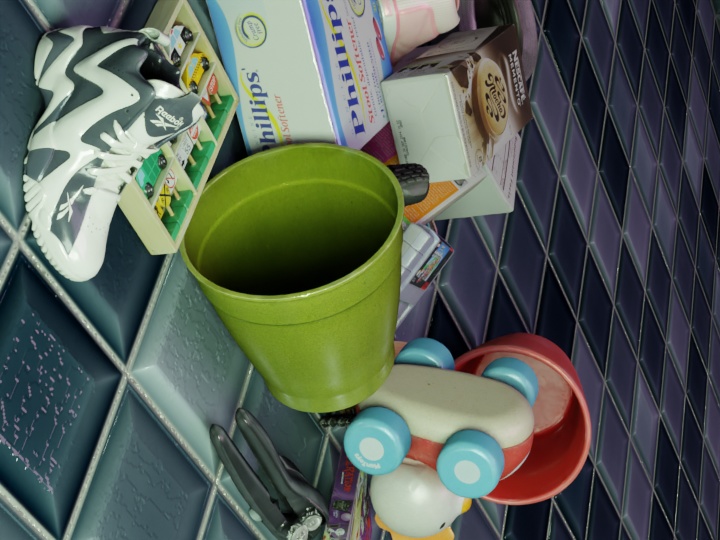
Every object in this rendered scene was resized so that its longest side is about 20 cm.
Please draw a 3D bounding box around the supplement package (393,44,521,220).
[{"bbox_3d":[0.103,-0.164,1.783,0.200,0.117,0.118,53,38,-48],"label":"supplement package"}]

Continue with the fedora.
[{"bbox_3d":[0.150,-0.316,1.952,0.200,0.090,0.178,-29,109,-57],"label":"fedora"}]

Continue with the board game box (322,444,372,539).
[{"bbox_3d":[-0.016,0.281,1.457,0.200,0.032,0.120,-78,170,-55],"label":"board game box"}]

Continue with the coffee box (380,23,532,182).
[{"bbox_3d":[0.107,-0.179,1.577,0.200,0.080,0.113,-44,124,-55],"label":"coffee box"}]

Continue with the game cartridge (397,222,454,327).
[{"bbox_3d":[0.044,0.015,1.571,0.038,0.130,0.200,41,4,10],"label":"game cartridge"}]

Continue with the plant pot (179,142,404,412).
[{"bbox_3d":[-0.046,0.021,1.359,0.193,0.200,0.201,77,23,-44],"label":"plant pot"}]

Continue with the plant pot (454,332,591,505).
[{"bbox_3d":[0.191,0.167,1.832,0.177,0.200,0.201,-43,124,-73],"label":"plant pot"}]

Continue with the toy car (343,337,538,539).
[{"bbox_3d":[0.077,0.202,1.479,0.184,0.176,0.201,-52,150,-59],"label":"toy car"}]

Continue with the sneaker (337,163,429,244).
[{"bbox_3d":[0.003,-0.055,1.440,0.076,0.200,0.088,-13,99,-34],"label":"sneaker"}]

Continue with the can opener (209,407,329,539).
[{"bbox_3d":[-0.087,0.193,1.364,0.063,0.079,0.200,-42,139,-7],"label":"can opener"}]

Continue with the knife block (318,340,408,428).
[{"bbox_3d":[0.010,0.098,1.580,0.200,0.064,0.176,-67,143,-46],"label":"knife block"}]

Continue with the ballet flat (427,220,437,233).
[{"bbox_3d":[0.045,-0.088,1.702,0.067,0.068,0.200,-75,149,-45],"label":"ballet flat"}]

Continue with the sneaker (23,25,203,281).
[{"bbox_3d":[-0.180,-0.096,1.134,0.079,0.129,0.200,30,57,-59],"label":"sneaker"}]

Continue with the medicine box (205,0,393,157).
[{"bbox_3d":[-0.051,-0.210,1.465,0.200,0.103,0.183,-52,131,-62],"label":"medicine box"}]

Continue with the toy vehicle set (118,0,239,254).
[{"bbox_3d":[-0.168,-0.128,1.292,0.200,0.026,0.124,-73,147,-40],"label":"toy vehicle set"}]

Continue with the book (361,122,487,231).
[{"bbox_3d":[0.038,-0.109,1.591,0.134,0.048,0.200,50,42,4],"label":"book"}]

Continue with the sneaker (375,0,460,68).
[{"bbox_3d":[0.055,-0.270,1.627,0.200,0.104,0.076,126,-56,-78],"label":"sneaker"}]
